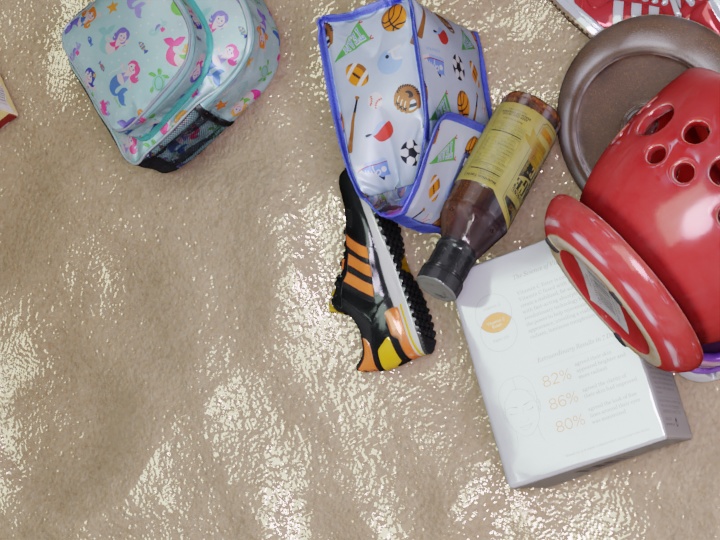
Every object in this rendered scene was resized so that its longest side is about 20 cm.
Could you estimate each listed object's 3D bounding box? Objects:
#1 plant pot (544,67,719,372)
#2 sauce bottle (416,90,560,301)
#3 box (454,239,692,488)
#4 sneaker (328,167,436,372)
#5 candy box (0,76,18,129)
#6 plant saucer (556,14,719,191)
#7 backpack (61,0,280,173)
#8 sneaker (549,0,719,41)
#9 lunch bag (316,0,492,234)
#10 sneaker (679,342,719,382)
[{"bbox_3d":[0.264,-0.030,1.361,0.182,0.201,0.201,-42,69,-5],"label":"plant pot"},{"bbox_3d":[0.112,-0.065,1.507,0.065,0.066,0.201,21,70,24],"label":"sauce bottle"},{"bbox_3d":[0.188,0.077,1.512,0.151,0.106,0.202,-20,76,21],"label":"box"},{"bbox_3d":[0.000,0.000,1.624,0.089,0.070,0.202,-24,77,16],"label":"sneaker"},{"bbox_3d":[-0.469,-0.225,1.868,0.115,0.055,0.202,-33,71,17],"label":"candy box"},{"bbox_3d":[0.262,-0.124,1.503,0.198,0.032,0.203,11,113,26],"label":"plant saucer"},{"bbox_3d":[-0.188,-0.221,1.699,0.199,0.150,0.179,-36,70,11],"label":"backpack"},{"bbox_3d":[0.268,-0.236,1.534,0.199,0.071,0.113,38,103,15],"label":"sneaker"},{"bbox_3d":[0.055,-0.135,1.564,0.123,0.170,0.203,-13,77,27],"label":"lunch bag"},{"bbox_3d":[0.348,0.031,1.458,0.199,0.088,0.081,-31,71,16],"label":"sneaker"}]
